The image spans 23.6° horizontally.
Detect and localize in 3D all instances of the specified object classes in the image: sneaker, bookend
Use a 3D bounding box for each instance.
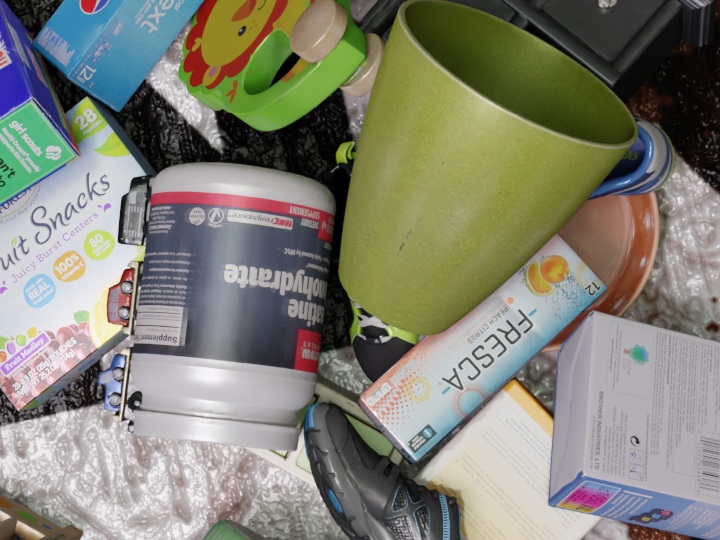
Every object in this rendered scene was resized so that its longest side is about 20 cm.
[{"bbox_3d":[0.026,0.180,1.297,0.082,0.073,0.200,-30,89,-13],"label":"sneaker"},{"bbox_3d":[0.141,-0.081,1.320,0.199,0.082,0.074,-12,88,7],"label":"sneaker"},{"bbox_3d":[0.000,0.000,1.348,0.072,0.083,0.201,-5,93,37],"label":"sneaker"},{"bbox_3d":[0.131,-0.181,1.326,0.199,0.092,0.200,42,88,15],"label":"bookend"}]

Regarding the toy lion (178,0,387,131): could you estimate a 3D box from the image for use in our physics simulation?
[{"bbox_3d":[-0.068,-0.184,1.323,0.191,0.069,0.200,-33,41,30],"label":"toy lion"}]

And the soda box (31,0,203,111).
[{"bbox_3d":[-0.170,-0.232,1.383,0.200,0.068,0.064,-52,51,3],"label":"soda box"}]

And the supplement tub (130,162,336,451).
[{"bbox_3d":[-0.096,0.028,1.279,0.140,0.140,0.201,6,85,6],"label":"supplement tub"}]

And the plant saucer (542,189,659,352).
[{"bbox_3d":[0.137,-0.035,1.375,0.200,0.032,0.201,0,88,5],"label":"plant saucer"}]

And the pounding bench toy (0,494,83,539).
[{"bbox_3d":[-0.333,0.231,1.331,0.156,0.200,0.125,28,92,5],"label":"pounding bench toy"}]

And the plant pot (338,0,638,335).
[{"bbox_3d":[0.066,-0.060,1.229,0.187,0.187,0.200,32,115,6],"label":"plant pot"}]

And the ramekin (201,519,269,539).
[{"bbox_3d":[-0.058,0.275,1.308,0.200,0.200,0.098,32,84,6],"label":"ramekin"}]

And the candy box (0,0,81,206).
[{"bbox_3d":[-0.338,-0.108,1.362,0.200,0.077,0.169,-33,45,5],"label":"candy box"}]

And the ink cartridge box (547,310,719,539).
[{"bbox_3d":[0.249,0.125,1.298,0.199,0.076,0.137,13,63,-10],"label":"ink cartridge box"}]

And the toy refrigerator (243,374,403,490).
[{"bbox_3d":[-0.059,0.114,1.372,0.200,0.070,0.076,29,91,5],"label":"toy refrigerator"}]

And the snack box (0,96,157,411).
[{"bbox_3d":[-0.242,-0.013,1.394,0.200,0.068,0.169,-37,86,2],"label":"snack box"}]

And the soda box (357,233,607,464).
[{"bbox_3d":[0.092,0.058,1.314,0.200,0.064,0.068,-41,84,-6],"label":"soda box"}]

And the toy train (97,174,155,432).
[{"bbox_3d":[-0.176,0.025,1.339,0.046,0.034,0.201,6,91,6],"label":"toy train"}]

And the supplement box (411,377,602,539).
[{"bbox_3d":[0.094,0.197,1.352,0.200,0.074,0.126,-45,85,3],"label":"supplement box"}]
